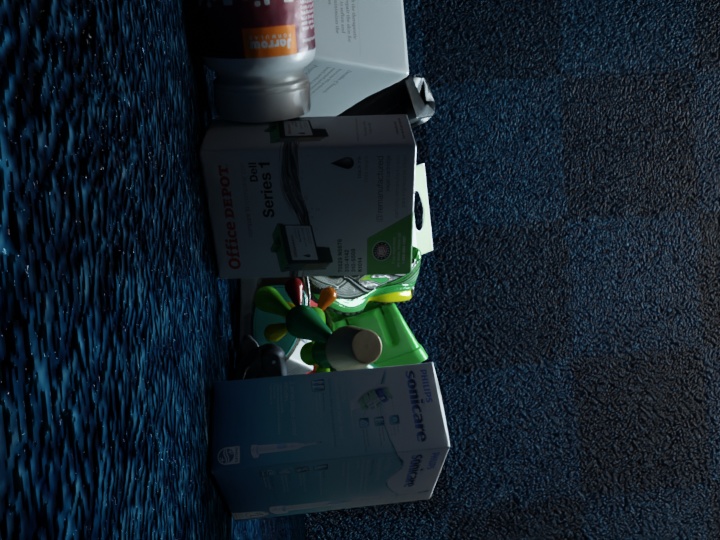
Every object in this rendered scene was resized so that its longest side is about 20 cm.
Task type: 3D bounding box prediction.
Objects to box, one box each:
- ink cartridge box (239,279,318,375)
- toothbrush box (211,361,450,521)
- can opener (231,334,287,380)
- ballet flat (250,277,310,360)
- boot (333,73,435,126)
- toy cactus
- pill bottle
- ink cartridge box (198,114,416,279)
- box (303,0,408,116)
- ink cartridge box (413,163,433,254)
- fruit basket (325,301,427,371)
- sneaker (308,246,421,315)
[{"bbox_3d":[-0.089,0.057,0.855,0.176,0.045,0.201,34,36,-41],"label":"ink cartridge box"},{"bbox_3d":[-0.028,0.164,0.580,0.147,0.199,0.086,91,-7,-53],"label":"toothbrush box"},{"bbox_3d":[-0.105,0.172,0.686,0.079,0.063,0.201,-118,-156,-76],"label":"can opener"},{"bbox_3d":[-0.091,0.008,0.732,0.075,0.068,0.201,-115,-151,-82],"label":"ballet flat"},{"bbox_3d":[-0.007,-0.171,0.721,0.066,0.200,0.165,53,29,-20],"label":"boot"},{"bbox_3d":[-0.017,0.079,0.632,0.200,0.102,0.165,53,-23,-6],"label":"toy cactus"},{"bbox_3d":[-0.101,-0.250,0.582,0.114,0.114,0.201,-104,-170,-63],"label":"pill bottle"},{"bbox_3d":[-0.050,-0.072,0.619,0.084,0.199,0.147,-95,-177,-57],"label":"ink cartridge box"},{"bbox_3d":[-0.065,-0.317,0.780,0.200,0.171,0.200,-11,-98,60],"label":"box"},{"bbox_3d":[0.016,-0.076,0.941,0.076,0.200,0.148,6,-71,46],"label":"ink cartridge box"},{"bbox_3d":[0.012,0.146,0.939,0.216,0.155,0.216,162,-90,-84],"label":"fruit basket"},{"bbox_3d":[0.000,0.000,0.821,0.078,0.200,0.085,36,-57,37],"label":"sneaker"}]
